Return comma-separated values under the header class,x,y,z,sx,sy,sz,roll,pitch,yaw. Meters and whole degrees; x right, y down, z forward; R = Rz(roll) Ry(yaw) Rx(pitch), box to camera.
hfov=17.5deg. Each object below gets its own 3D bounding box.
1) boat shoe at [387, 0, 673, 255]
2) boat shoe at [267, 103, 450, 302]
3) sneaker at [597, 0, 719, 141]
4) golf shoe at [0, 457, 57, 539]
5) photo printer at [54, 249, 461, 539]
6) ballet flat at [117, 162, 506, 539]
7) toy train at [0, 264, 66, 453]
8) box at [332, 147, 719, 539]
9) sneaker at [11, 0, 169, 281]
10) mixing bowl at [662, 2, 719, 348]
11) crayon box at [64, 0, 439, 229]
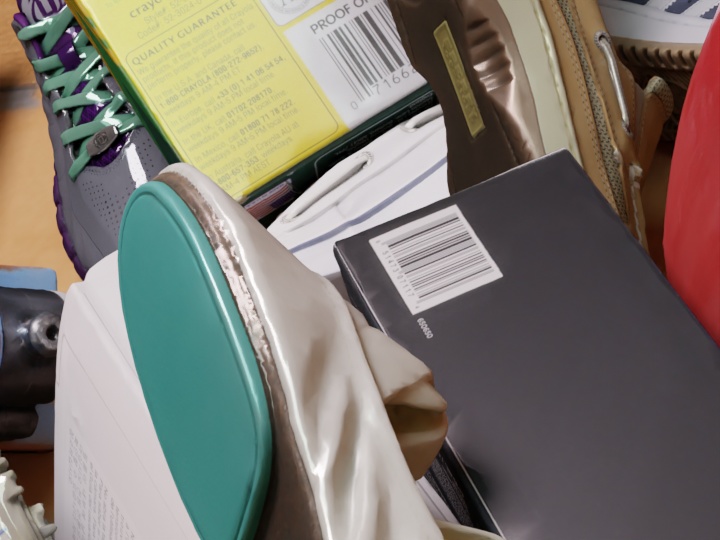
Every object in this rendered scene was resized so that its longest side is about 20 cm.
class,x,y,z,sx,sy,sz,roll,pitch,yaw
boat shoe,0.070,-0.043,0.750,0.076,0.201,0.072,-13,-6,-26
boat shoe,0.000,0.000,0.810,0.199,0.074,0.065,-31,35,-12
sneaker,0.150,-0.091,0.790,0.199,0.070,0.109,20,65,47
golf shoe,-0.119,0.130,0.656,0.097,0.078,0.201,-16,82,-17
photo printer,-0.024,0.108,0.642,0.069,0.167,0.200,-10,33,-23
ballet flat,-0.001,0.057,0.529,0.069,0.069,0.201,-29,53,6
toy train,-0.185,0.029,0.811,0.114,0.199,0.087,-13,76,52
box,0.073,0.085,0.606,0.078,0.142,0.200,-21,40,-7
sneaker,-0.110,-0.068,0.925,0.074,0.088,0.200,-33,39,11
mixing bowl,0.157,-0.004,0.633,0.108,0.199,0.201,-50,21,46
crayon box,-0.048,-0.123,0.853,0.127,0.051,0.201,-31,73,-7
